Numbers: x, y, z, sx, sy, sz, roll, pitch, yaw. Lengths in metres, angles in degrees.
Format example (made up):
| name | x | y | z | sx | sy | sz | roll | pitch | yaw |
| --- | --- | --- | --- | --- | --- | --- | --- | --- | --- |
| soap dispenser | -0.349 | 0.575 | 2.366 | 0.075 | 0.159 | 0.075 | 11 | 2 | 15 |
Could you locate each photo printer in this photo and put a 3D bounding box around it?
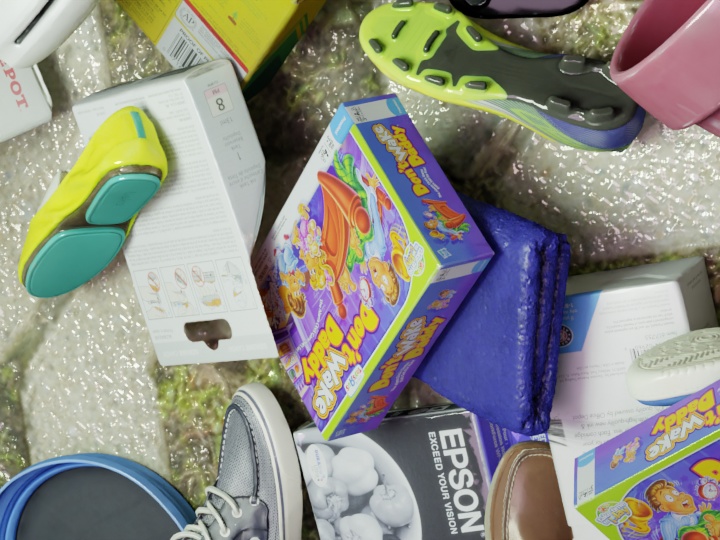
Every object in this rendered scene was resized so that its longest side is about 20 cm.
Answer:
| name | x | y | z | sx | sy | sz | roll | pitch | yaw |
| --- | --- | --- | --- | --- | --- | --- | --- | --- | --- |
| photo printer | -0.198 | -0.240 | 1.689 | 0.069 | 0.200 | 0.166 | 28 | 124 | -24 |

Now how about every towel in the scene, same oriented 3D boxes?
| name | x | y | z | sx | sy | sz | roll | pitch | yaw |
| --- | --- | --- | --- | --- | --- | --- | --- | --- | --- |
| towel | 0.064 | 0.012 | 1.687 | 0.200 | 0.049 | 0.148 | 27 | 123 | 48 |

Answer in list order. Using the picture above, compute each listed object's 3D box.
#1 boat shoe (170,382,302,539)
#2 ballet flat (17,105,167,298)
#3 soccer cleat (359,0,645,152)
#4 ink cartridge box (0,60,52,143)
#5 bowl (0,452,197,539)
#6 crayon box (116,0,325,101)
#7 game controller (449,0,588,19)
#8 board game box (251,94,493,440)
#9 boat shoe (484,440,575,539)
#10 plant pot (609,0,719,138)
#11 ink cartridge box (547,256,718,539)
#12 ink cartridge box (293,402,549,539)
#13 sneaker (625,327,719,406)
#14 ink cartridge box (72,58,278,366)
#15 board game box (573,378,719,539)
| name | x | y | z | sx | sy | sz | roll | pitch | yaw |
| --- | --- | --- | --- | --- | --- | --- | --- | --- | --- |
| boat shoe | -0.096 | 0.185 | 1.816 | 0.075 | 0.092 | 0.201 | 19 | 118 | 58 |
| ballet flat | -0.188 | -0.051 | 1.766 | 0.200 | 0.067 | 0.067 | -45 | 51 | 52 |
| soccer cleat | 0.091 | -0.121 | 1.663 | 0.199 | 0.084 | 0.065 | 19 | 71 | 16 |
| ink cartridge box | -0.336 | -0.133 | 1.775 | 0.087 | 0.200 | 0.146 | -13 | 102 | 54 |
| bowl | -0.197 | 0.232 | 1.915 | 0.200 | 0.039 | 0.202 | 7 | 108 | 22 |
| crayon box | -0.088 | -0.201 | 1.683 | 0.127 | 0.051 | 0.200 | 49 | 149 | 4 |
| game controller | 0.100 | -0.264 | 1.638 | 0.104 | 0.042 | 0.201 | 2 | 106 | 24 |
| board game box | 0.000 | 0.000 | 1.678 | 0.135 | 0.045 | 0.200 | 59 | 142 | 25 |
| boat shoe | 0.127 | 0.217 | 1.719 | 0.075 | 0.072 | 0.201 | -5 | 98 | -8 |
| plant pot | 0.279 | -0.137 | 1.522 | 0.179 | 0.200 | 0.200 | 40 | 118 | -8 |
| ink cartridge box | 0.189 | 0.101 | 1.689 | 0.116 | 0.068 | 0.201 | -8 | 101 | 26 |
| ink cartridge box | 0.068 | 0.190 | 1.784 | 0.199 | 0.043 | 0.199 | -10 | 101 | 25 |
| sneaker | 0.270 | 0.090 | 1.611 | 0.199 | 0.077 | 0.112 | -12 | 106 | -13 |
| ink cartridge box | -0.116 | -0.039 | 1.759 | 0.162 | 0.057 | 0.201 | -6 | 109 | 55 |
| board game box | 0.251 | 0.127 | 1.571 | 0.200 | 0.045 | 0.134 | -32 | 121 | 29 |
